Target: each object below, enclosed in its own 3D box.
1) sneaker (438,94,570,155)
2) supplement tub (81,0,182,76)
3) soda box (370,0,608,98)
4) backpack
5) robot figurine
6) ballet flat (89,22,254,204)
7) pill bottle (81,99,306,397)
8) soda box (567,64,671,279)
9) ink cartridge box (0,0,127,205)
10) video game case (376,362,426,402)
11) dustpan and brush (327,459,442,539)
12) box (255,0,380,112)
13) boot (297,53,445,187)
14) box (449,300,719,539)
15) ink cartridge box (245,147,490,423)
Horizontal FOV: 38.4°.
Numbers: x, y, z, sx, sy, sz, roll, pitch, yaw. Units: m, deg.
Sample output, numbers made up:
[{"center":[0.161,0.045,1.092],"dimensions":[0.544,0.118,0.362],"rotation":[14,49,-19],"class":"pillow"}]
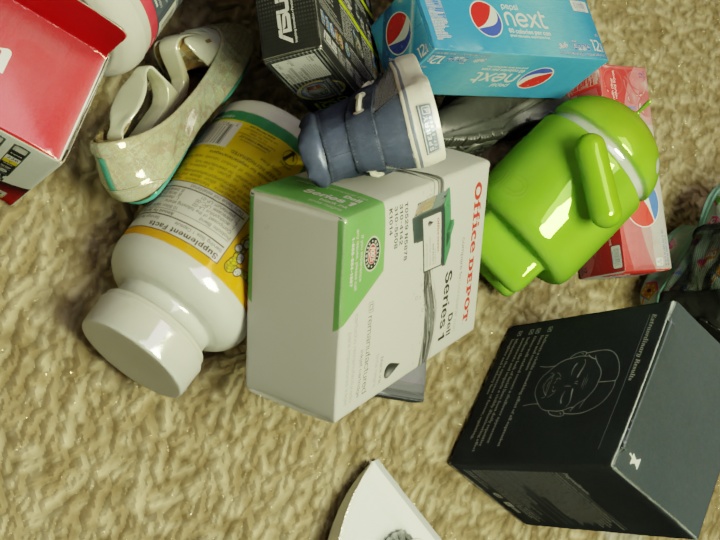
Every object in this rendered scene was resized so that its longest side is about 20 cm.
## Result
[{"center":[0.105,-0.153,0.931],"dimensions":[0.199,0.076,0.092],"rotation":[-26,89,-42],"class":"sneaker"},{"center":[-0.168,-0.252,0.724],"dimensions":[0.140,0.140,0.201],"rotation":[38,64,-21],"class":"supplement tub"},{"center":[0.111,-0.190,0.864],"dimensions":[0.198,0.068,0.065],"rotation":[-4,70,-35],"class":"soda box"},{"center":[0.388,0.010,1.026],"dimensions":[0.176,0.153,0.201],"rotation":[42,72,-22],"class":"backpack"},{"center":[0.178,-0.070,0.908],"dimensions":[0.200,0.176,0.116],"rotation":[-44,85,-5],"class":"robot figurine"},{"center":[-0.132,-0.134,0.746],"dimensions":[0.063,0.067,0.201],"rotation":[64,35,-41],"class":"ballet flat"},{"center":[-0.106,-0.015,0.740],"dimensions":[0.113,0.112,0.201],"rotation":[43,62,-19],"class":"pill bottle"},{"center":[0.247,-0.095,1.008],"dimensions":[0.069,0.063,0.203],"rotation":[-3,84,-32],"class":"soda box"},{"center":[-0.265,-0.136,0.622],"dimensions":[0.199,0.175,0.085],"rotation":[28,68,-25],"class":"ink cartridge box"},{"center":[0.000,0.000,0.862],"dimensions":[0.142,0.019,0.203],"rotation":[13,74,-30],"class":"video game case"},{"center":[0.004,0.262,0.794],"dimensions":[0.200,0.057,0.140],"rotation":[-46,107,-29],"class":"dustpan and brush"},{"center":[-0.030,-0.201,0.779],"dimensions":[0.200,0.044,0.162],"rotation":[30,50,-73],"class":"box"},{"center":[0.004,-0.103,0.711],"dimensions":[0.089,0.200,0.074],"rotation":[-14,101,3],"class":"boot"},{"center":[0.194,0.125,0.856],"dimensions":[0.107,0.199,0.149],"rotation":[39,64,-20],"class":"box"},{"center":[0.010,-0.002,0.745],"dimensions":[0.199,0.084,0.148],"rotation":[-26,125,-51],"class":"ink cartridge box"}]
